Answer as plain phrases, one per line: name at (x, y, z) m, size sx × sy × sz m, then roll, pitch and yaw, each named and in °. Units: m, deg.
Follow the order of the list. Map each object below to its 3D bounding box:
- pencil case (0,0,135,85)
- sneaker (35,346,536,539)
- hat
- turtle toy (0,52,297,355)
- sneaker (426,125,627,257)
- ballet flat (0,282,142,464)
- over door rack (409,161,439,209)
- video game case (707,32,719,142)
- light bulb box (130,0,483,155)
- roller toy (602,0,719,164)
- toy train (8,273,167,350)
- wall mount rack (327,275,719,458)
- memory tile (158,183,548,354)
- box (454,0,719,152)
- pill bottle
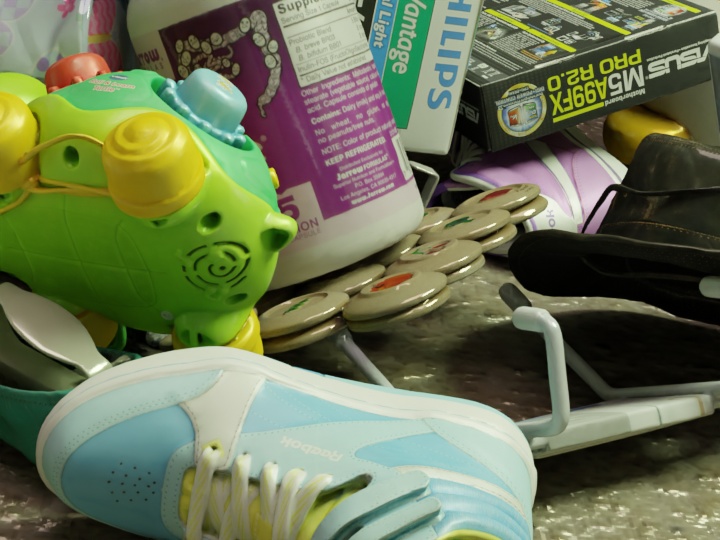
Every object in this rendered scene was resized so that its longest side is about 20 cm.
pencil case at (-0.214, -0.111, 0.852) m, size 0.199 × 0.083 × 0.091 m, roll 1°, pitch 56°, yaw 10°
sneaker at (-0.025, 0.091, 0.619) m, size 0.199 × 0.080 × 0.131 m, roll 4°, pitch 22°, yaw -5°
hat at (0.167, -0.025, 0.842) m, size 0.199 × 0.081 × 0.201 m, roll 9°, pitch -9°, yaw 1°
turtle toy at (-0.115, -0.037, 0.739) m, size 0.199 × 0.146 × 0.101 m, roll 10°, pitch 51°, yaw 22°
sneaker at (0.076, -0.068, 1.039) m, size 0.114 × 0.073 × 0.200 m, roll -9°, pitch 27°, yaw -27°
ballet flat at (-0.164, 0.031, 0.728) m, size 0.199 × 0.071 × 0.067 m, roll 20°, pitch 26°, yaw 29°
over door rack at (-0.069, -0.064, 0.995) m, size 0.199 × 0.067 × 0.148 m, roll 6°, pitch 21°, yaw -17°
video game case at (0.258, -0.013, 0.830) m, size 0.023 × 0.183 × 0.200 m, roll -32°, pitch 39°, yaw -21°
light bulb box at (-0.057, -0.164, 0.990) m, size 0.199 × 0.126 × 0.198 m, roll 5°, pitch 20°, yaw -21°
roller toy at (0.268, -0.128, 1.149) m, size 0.181 × 0.141 × 0.200 m, roll 7°, pitch 29°, yaw 17°
toy train at (-0.157, -0.018, 0.866) m, size 0.042 × 0.057 × 0.200 m, roll -12°, pitch 30°, yaw -38°
wall mount rack at (0.081, 0.042, 0.781) m, size 0.199 × 0.075 × 0.173 m, roll -8°, pitch -1°, yaw -34°
memory tile at (0.000, 0.000, 0.838) m, size 0.153 × 0.017 × 0.200 m, roll -14°, pitch 12°, yaw 27°
box at (0.108, -0.142, 1.060) m, size 0.159 × 0.045 × 0.200 m, roll -18°, pitch 25°, yaw -15°
pill bottle at (-0.050, -0.099, 0.829) m, size 0.112 × 0.201 × 0.112 m, roll -20°, pitch 8°, yaw 3°
